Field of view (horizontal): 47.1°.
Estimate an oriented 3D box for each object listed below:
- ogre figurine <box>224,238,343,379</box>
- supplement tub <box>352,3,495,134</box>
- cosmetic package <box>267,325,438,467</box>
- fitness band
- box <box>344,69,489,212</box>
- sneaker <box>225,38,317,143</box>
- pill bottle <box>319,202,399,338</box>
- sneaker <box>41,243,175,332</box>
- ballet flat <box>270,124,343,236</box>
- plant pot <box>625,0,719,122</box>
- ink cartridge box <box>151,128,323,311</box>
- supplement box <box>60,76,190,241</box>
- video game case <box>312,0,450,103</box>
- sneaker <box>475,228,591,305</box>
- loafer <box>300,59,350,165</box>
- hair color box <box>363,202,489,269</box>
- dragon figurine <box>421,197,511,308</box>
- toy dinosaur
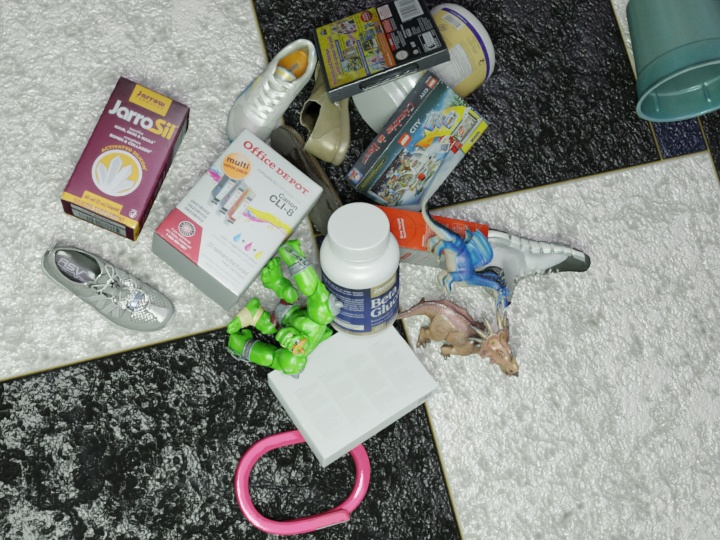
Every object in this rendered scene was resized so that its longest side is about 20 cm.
[{"bbox_3d":[-0.101,0.064,1.149,0.120,0.098,0.200,36,96,9],"label":"ogre figurine"},{"bbox_3d":[0.097,-0.309,1.300,0.200,0.145,0.145,-41,92,-18],"label":"supplement tub"},{"bbox_3d":[-0.012,0.167,1.204,0.200,0.052,0.151,-29,69,-18],"label":"cosmetic package"},{"bbox_3d":[-0.082,0.301,1.193,0.200,0.037,0.144,-8,79,-18],"label":"fitness band"},{"bbox_3d":[0.087,-0.182,1.248,0.137,0.038,0.200,29,105,-44],"label":"box"},{"bbox_3d":[-0.138,-0.272,1.263,0.076,0.081,0.200,34,74,-9],"label":"sneaker"},{"bbox_3d":[0.000,0.000,1.160,0.111,0.200,0.111,-1,54,1],"label":"pill bottle"},{"bbox_3d":[-0.352,0.027,1.145,0.200,0.082,0.075,26,74,-9],"label":"sneaker"},{"bbox_3d":[-0.071,-0.137,1.272,0.046,0.067,0.200,-27,83,-51],"label":"ballet flat"},{"bbox_3d":[0.556,-0.391,1.427,0.200,0.200,0.196,-4,73,-16],"label":"plant pot"},{"bbox_3d":[-0.176,-0.070,1.179,0.145,0.145,0.200,38,72,-4],"label":"ink cartridge box"},{"bbox_3d":[-0.333,-0.158,1.184,0.110,0.086,0.200,23,74,-10],"label":"supplement box"},{"bbox_3d":[0.025,-0.337,1.234,0.181,0.026,0.200,-19,42,5],"label":"video game case"},{"bbox_3d":[0.265,0.008,1.331,0.200,0.075,0.116,12,81,-2],"label":"sneaker"},{"bbox_3d":[-0.055,-0.254,1.263,0.067,0.076,0.200,9,55,-22],"label":"loafer"},{"bbox_3d":[0.085,-0.048,1.270,0.200,0.102,0.061,8,78,-14],"label":"hair color box"},{"bbox_3d":[0.153,-0.029,1.199,0.099,0.059,0.200,-23,105,-7],"label":"dragon figurine"},{"bbox_3d":[0.148,0.084,1.243,0.200,0.136,0.086,27,74,-8],"label":"toy dinosaur"}]
